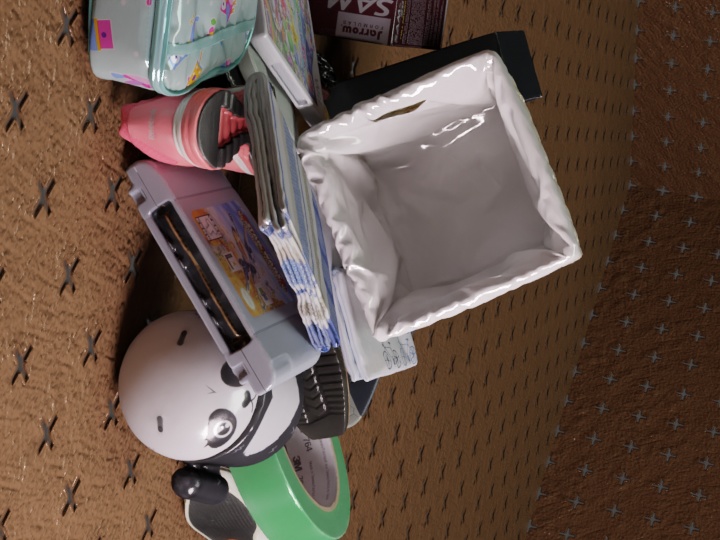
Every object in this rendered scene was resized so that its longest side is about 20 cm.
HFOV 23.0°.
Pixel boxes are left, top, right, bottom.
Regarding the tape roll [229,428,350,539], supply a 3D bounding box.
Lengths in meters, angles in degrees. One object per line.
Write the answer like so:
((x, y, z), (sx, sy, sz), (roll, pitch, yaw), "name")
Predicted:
((-0.072, 0.159, 1.644), (0.200, 0.048, 0.202), (-20, 90, -76), "tape roll")

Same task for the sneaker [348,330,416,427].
((-0.002, 0.063, 1.823), (0.203, 0.077, 0.146), (-57, -167, -9), "sneaker")

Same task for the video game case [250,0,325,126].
((-0.070, -0.225, 1.518), (0.200, 0.018, 0.145), (52, 28, -70), "video game case")

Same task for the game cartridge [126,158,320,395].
((-0.103, -0.003, 1.395), (0.201, 0.041, 0.133), (59, 22, 2), "game cartridge")

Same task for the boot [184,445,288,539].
((-0.111, 0.184, 1.678), (0.200, 0.072, 0.146), (67, 27, -60), "boot")

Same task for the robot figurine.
((-0.117, 0.099, 1.455), (0.151, 0.124, 0.200), (60, 11, 16), "robot figurine")

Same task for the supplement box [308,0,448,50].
((0.010, -0.252, 1.724), (0.200, 0.108, 0.062), (-23, 122, -73), "supplement box")

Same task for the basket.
((0.077, -0.064, 1.580), (0.161, 0.196, 0.202), (-1, 68, -79), "basket")

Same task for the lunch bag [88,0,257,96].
((-0.129, -0.213, 1.299), (0.200, 0.076, 0.162), (-41, 139, -67), "lunch bag")

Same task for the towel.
((-0.053, -0.042, 1.373), (0.201, 0.024, 0.148), (69, 10, -58), "towel")

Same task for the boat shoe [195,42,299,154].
((-0.097, -0.147, 1.505), (0.200, 0.060, 0.076), (59, 17, -66), "boat shoe")

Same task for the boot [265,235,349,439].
((-0.035, 0.038, 1.619), (0.138, 0.077, 0.202), (-41, 119, -61), "boot")

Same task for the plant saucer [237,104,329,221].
((-0.066, -0.092, 1.694), (0.200, 0.035, 0.203), (11, 90, -74), "plant saucer")

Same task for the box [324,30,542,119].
((0.070, -0.180, 1.800), (0.141, 0.198, 0.080), (-34, 107, -71), "box")

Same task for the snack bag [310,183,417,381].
((0.000, 0.000, 1.639), (0.188, 0.021, 0.202), (-3, 77, -73), "snack bag")

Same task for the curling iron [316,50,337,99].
((-0.072, -0.183, 1.608), (0.050, 0.025, 0.200), (60, 22, 10), "curling iron")

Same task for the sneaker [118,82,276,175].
((-0.124, -0.116, 1.370), (0.200, 0.086, 0.075), (-3, 99, -75), "sneaker")
